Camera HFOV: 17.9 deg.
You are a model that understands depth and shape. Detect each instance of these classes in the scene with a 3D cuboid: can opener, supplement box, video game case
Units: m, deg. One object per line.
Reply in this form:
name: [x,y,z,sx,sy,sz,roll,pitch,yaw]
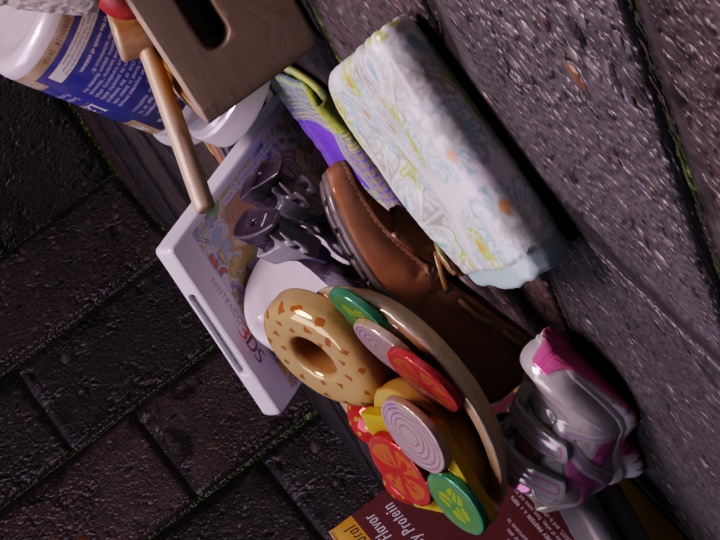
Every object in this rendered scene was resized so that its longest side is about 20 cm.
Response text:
can opener: [0.161,0.170,1.651,0.200,0.053,0.067,58,137,36]
supplement box: [0.124,0.231,1.733,0.197,0.200,0.133,48,171,37]
video game case: [-0.068,-0.014,1.878,0.023,0.200,0.182,-4,129,39]

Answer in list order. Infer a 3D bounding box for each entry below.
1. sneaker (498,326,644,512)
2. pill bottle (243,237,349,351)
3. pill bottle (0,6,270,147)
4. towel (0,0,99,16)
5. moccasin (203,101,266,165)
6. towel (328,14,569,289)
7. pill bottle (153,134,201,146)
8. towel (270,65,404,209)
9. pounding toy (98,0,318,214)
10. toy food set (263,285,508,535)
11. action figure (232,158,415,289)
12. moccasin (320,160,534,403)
sneaker: [0.134,0.113,1.542,0.081,0.088,0.200,49,171,32]
pill bottle: [0.007,0.050,1.860,0.200,0.111,0.111,35,-173,-43]
pill bottle: [-0.176,-0.173,1.782,0.200,0.116,0.116,21,-170,-28]
towel: [-0.216,-0.208,1.439,0.200,0.132,0.035,132,140,-68]
moccasin: [-0.114,-0.150,1.919,0.202,0.074,0.078,61,173,-20]
towel: [0.048,-0.067,1.391,0.171,0.048,0.200,53,173,-4]
pill bottle: [-0.182,-0.200,1.983,0.111,0.111,0.200,47,171,39]
towel: [0.000,-0.071,1.788,0.200,0.023,0.144,56,173,-27]
pounding toy: [-0.134,-0.183,1.618,0.184,0.142,0.200,45,169,53]
toy food set: [0.025,0.091,1.553,0.198,0.049,0.200,2,126,60]
action figure: [0.000,0.000,1.652,0.200,0.130,0.069,33,142,-27]
moccasin: [0.050,0.000,1.574,0.201,0.078,0.074,48,-173,-6]
